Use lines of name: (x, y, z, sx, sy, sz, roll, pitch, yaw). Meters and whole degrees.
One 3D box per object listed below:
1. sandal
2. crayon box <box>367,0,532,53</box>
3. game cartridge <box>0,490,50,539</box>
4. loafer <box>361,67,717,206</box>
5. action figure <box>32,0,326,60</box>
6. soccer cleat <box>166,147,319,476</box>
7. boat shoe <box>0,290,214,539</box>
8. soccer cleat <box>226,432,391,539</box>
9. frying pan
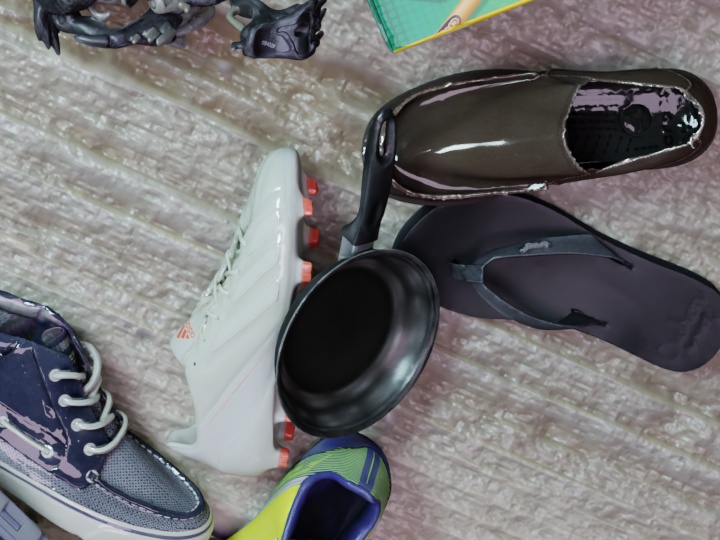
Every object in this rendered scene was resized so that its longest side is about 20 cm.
sandal: (0.117, 0.005, 1.116, 0.199, 0.043, 0.076, 15, 108, -5)
crayon box: (0.096, -0.184, 1.013, 0.199, 0.119, 0.058, -21, 107, 6)
game cartridge: (-0.256, 0.117, 1.116, 0.200, 0.130, 0.038, 46, 68, -13)
loafer: (0.099, -0.081, 1.067, 0.199, 0.071, 0.073, -10, 91, 0)
action figure: (-0.108, -0.166, 1.034, 0.199, 0.102, 0.119, 14, 119, 23)
soccer cleat: (-0.068, 0.026, 1.113, 0.077, 0.069, 0.201, 8, 111, 1)
boat shoe: (-0.164, 0.086, 1.119, 0.199, 0.075, 0.093, 26, 118, -4)
soccer cleat: (-0.052, 0.180, 1.154, 0.065, 0.084, 0.200, 33, 106, -11)
frying pan: (-0.013, 0.010, 1.066, 0.115, 0.031, 0.191, -36, 132, -22)
